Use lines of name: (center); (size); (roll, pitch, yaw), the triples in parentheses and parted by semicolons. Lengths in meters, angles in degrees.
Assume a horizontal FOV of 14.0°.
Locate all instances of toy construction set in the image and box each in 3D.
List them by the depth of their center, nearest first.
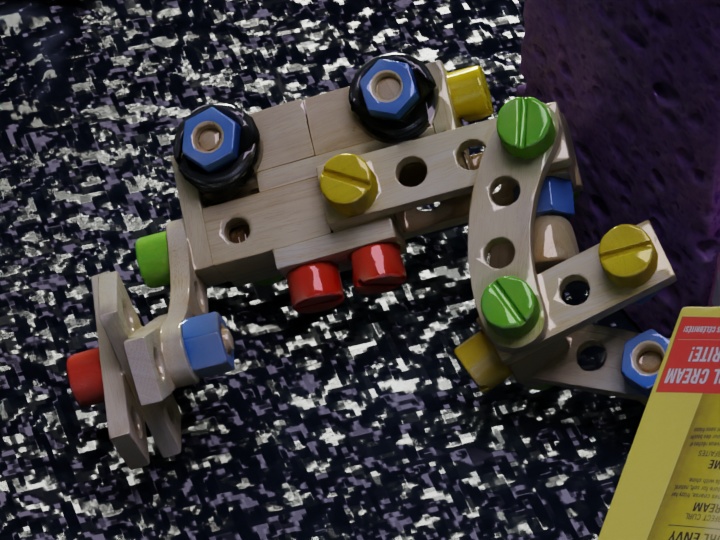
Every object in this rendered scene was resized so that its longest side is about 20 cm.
toy construction set: (0.000, 0.000, 0.952); (0.199, 0.092, 0.132); (-11, 73, -6)

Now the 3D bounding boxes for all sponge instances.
sponge: (0.093, -0.072, 0.944); (0.030, 0.201, 0.112); (-21, 51, -21)

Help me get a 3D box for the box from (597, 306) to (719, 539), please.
box: (0.098, 0.108, 0.817); (0.075, 0.050, 0.201); (2, 59, 42)

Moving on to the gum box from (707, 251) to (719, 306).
gum box: (0.180, 0.083, 0.896); (0.113, 0.066, 0.201); (-4, 47, -7)
